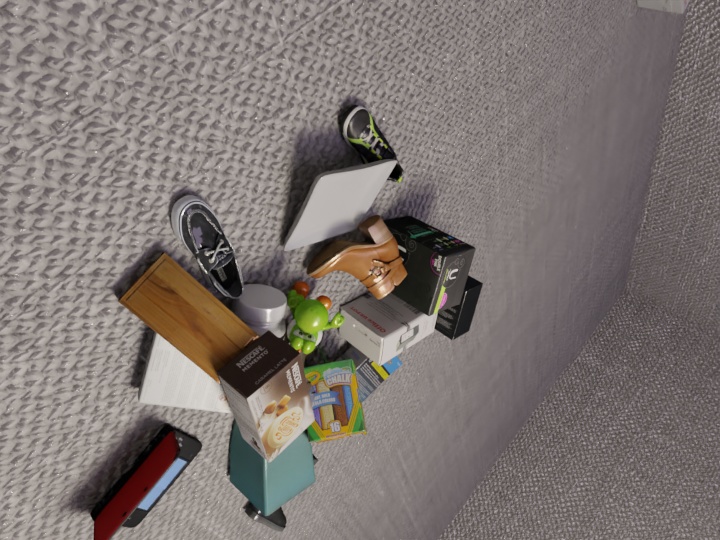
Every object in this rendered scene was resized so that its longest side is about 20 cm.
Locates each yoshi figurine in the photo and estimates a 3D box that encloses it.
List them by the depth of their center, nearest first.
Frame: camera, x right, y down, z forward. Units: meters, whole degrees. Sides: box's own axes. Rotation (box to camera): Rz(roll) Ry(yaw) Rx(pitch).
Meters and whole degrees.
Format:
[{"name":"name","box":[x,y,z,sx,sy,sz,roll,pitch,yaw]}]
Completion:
[{"name":"yoshi figurine","box":[-0.092,0.079,1.027,0.111,0.200,0.113,-14,110,3]}]

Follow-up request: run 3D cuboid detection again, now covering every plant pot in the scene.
[{"name":"plant pot","box":[-0.193,0.378,1.176,0.141,0.141,0.202,-21,123,-41]}]

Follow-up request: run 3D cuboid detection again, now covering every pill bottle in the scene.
[{"name":"pill bottle","box":[-0.199,0.135,1.009,0.114,0.114,0.202,-12,124,-46]}]

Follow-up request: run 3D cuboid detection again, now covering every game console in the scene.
[{"name":"game console","box":[-0.372,0.398,0.983,0.200,0.118,0.173,-50,144,-13]}]

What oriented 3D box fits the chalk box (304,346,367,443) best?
[{"name":"chalk box","box":[-0.062,0.269,1.211,0.123,0.202,0.125,-10,162,1]}]

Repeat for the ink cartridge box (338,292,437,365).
[{"name":"ink cartridge box","box":[0.065,0.118,1.297,0.199,0.145,0.085,-24,134,-39]}]

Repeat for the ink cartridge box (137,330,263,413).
[{"name":"ink cartridge box","box":[-0.261,0.159,0.935,0.198,0.047,0.161,13,105,-25]}]

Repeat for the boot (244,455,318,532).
[{"name":"boot","box":[-0.181,0.548,1.383,0.201,0.065,0.165,-54,147,-16]}]

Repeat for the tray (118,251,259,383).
[{"name":"tray","box":[-0.266,0.076,0.860,0.200,0.037,0.099,45,76,-18]}]

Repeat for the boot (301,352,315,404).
[{"name":"boot","box":[-0.124,0.220,1.112,0.096,0.075,0.201,31,81,-14]}]

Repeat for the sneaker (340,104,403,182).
[{"name":"sneaker","box":[0.035,-0.240,1.054,0.072,0.083,0.200,-55,145,-7]}]

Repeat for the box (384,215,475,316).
[{"name":"box","box":[0.133,-0.016,1.235,0.124,0.199,0.150,-15,127,-45]}]

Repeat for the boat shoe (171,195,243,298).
[{"name":"boat shoe","box":[-0.238,-0.030,0.881,0.072,0.068,0.201,-38,140,-27]}]

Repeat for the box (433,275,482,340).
[{"name":"box","box":[0.188,0.056,1.355,0.078,0.199,0.142,-21,131,-41]}]

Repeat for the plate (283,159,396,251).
[{"name":"plate","box":[-0.045,-0.130,1.029,0.199,0.032,0.200,-22,156,-42]}]

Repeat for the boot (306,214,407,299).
[{"name":"boot","box":[0.000,0.000,1.131,0.199,0.074,0.155,-33,117,-9]}]

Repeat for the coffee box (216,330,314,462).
[{"name":"coffee box","box":[-0.153,0.214,0.920,0.114,0.079,0.201,-38,143,-31]}]

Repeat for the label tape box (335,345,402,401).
[{"name":"label tape box","box":[-0.004,0.256,1.358,0.200,0.063,0.144,-43,143,-8]}]

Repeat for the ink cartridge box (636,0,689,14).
[{"name":"ink cartridge box","box":[0.939,-0.908,1.635,0.145,0.144,0.201,19,100,-55]}]

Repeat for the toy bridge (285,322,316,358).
[{"name":"toy bridge","box":[-0.160,0.143,1.138,0.067,0.027,0.200,-50,145,-11]}]
